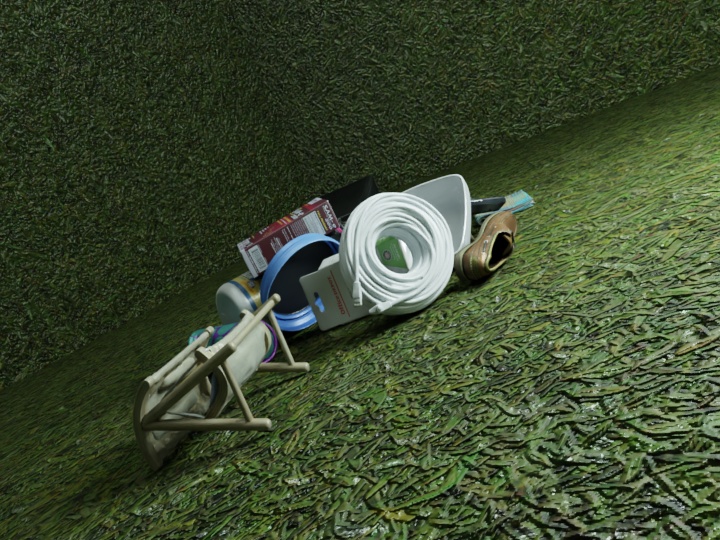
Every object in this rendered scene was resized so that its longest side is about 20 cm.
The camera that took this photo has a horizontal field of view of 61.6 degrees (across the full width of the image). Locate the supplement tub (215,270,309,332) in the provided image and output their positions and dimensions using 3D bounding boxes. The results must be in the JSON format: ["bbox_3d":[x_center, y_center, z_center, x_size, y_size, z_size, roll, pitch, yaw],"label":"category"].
[{"bbox_3d":[-0.188,0.060,1.269,0.197,0.148,0.143,-30,12,-34],"label":"supplement tub"}]

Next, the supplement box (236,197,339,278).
[{"bbox_3d":[-0.146,-0.069,1.205,0.196,0.062,0.109,-31,16,-9],"label":"supplement box"}]

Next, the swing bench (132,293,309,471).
[{"bbox_3d":[-0.204,0.154,0.868,0.195,0.133,0.199,-21,11,15],"label":"swing bench"}]

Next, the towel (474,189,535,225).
[{"bbox_3d":[0.352,-0.160,1.508,0.143,0.022,0.200,-21,10,13],"label":"towel"}]

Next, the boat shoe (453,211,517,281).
[{"bbox_3d":[0.239,-0.042,1.053,0.067,0.073,0.200,-8,28,44],"label":"boat shoe"}]

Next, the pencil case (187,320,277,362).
[{"bbox_3d":[-0.247,0.145,1.146,0.196,0.087,0.092,-14,14,43],"label":"pencil case"}]

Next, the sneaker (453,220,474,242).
[{"bbox_3d":[0.192,-0.068,1.329,0.075,0.071,0.200,-40,5,-1],"label":"sneaker"}]

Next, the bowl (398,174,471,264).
[{"bbox_3d":[0.142,-0.078,1.223,0.196,0.074,0.205,-17,54,35],"label":"bowl"}]

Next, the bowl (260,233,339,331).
[{"bbox_3d":[-0.109,0.022,1.172,0.197,0.205,0.039,-29,47,-28],"label":"bowl"}]

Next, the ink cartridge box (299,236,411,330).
[{"bbox_3d":[-0.003,0.020,1.118,0.195,0.120,0.068,-21,14,11],"label":"ink cartridge box"}]

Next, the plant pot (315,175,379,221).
[{"bbox_3d":[-0.023,-0.122,1.728,0.194,0.204,0.178,-20,20,14],"label":"plant pot"}]

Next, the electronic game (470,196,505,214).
[{"bbox_3d":[0.236,-0.147,1.390,0.193,0.043,0.200,-7,2,0],"label":"electronic game"}]

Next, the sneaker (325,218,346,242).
[{"bbox_3d":[-0.055,-0.061,1.254,0.197,0.085,0.076,-32,45,-22],"label":"sneaker"}]

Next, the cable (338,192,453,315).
[{"bbox_3d":[0.059,-0.027,1.009,0.193,0.206,0.069,-7,-17,-15],"label":"cable"}]
